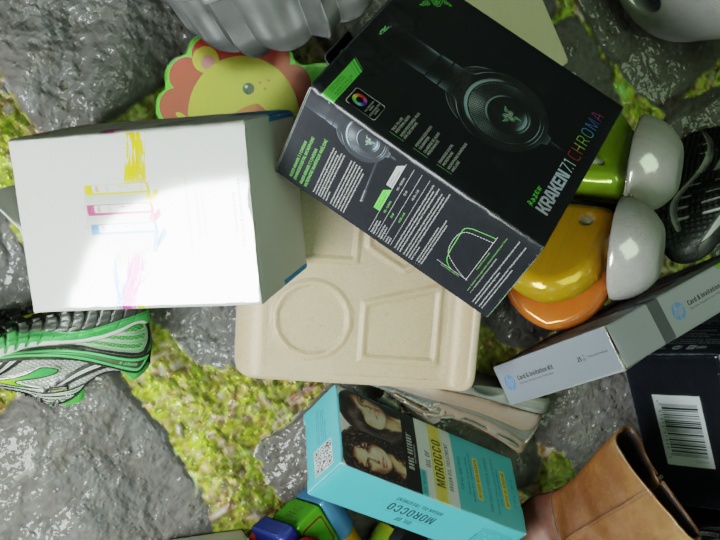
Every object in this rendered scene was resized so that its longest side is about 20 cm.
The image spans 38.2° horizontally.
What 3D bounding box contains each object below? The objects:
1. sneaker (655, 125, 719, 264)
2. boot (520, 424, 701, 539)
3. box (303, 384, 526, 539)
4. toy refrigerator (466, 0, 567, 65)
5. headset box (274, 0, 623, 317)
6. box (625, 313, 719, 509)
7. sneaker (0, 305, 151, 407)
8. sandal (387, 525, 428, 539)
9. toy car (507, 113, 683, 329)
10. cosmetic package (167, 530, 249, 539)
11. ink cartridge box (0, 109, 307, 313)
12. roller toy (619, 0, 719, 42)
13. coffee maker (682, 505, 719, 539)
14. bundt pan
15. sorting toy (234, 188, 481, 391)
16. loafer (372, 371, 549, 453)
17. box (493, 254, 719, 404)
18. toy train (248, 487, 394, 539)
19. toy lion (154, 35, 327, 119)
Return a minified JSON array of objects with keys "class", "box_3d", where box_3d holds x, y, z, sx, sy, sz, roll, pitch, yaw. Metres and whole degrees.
[{"class":"sneaker","box_3d":[0.318,-0.057,0.938,0.200,0.073,0.080,-50,124,-47]},{"class":"boot","box_3d":[0.221,0.253,0.879,0.068,0.200,0.189,-7,61,-36]},{"class":"box","box_3d":[0.047,0.173,0.883,0.199,0.083,0.049,26,126,-27]},{"class":"toy refrigerator","box_3d":[0.094,-0.250,0.894,0.076,0.070,0.201,-32,104,-20]},{"class":"headset box","box_3d":[0.060,-0.100,0.748,0.199,0.093,0.174,35,51,3]},{"class":"box","box_3d":[0.349,0.109,0.950,0.199,0.104,0.149,-24,102,-37]},{"class":"sneaker","box_3d":[-0.256,0.074,0.801,0.198,0.078,0.086,-14,107,-12]},{"class":"sandal","box_3d":[0.054,0.312,0.903,0.075,0.045,0.202,-36,128,-51]},{"class":"toy car","box_3d":[0.181,-0.043,0.899,0.150,0.174,0.201,62,42,-54]},{"class":"cosmetic package","box_3d":[-0.116,0.328,0.852,0.070,0.105,0.202,-4,97,-19]},{"class":"ink cartridge box","box_3d":[-0.154,-0.046,0.766,0.198,0.129,0.126,-3,101,13]},{"class":"roller toy","box_3d":[0.315,-0.300,0.923,0.182,0.139,0.201,23,85,-29]},{"class":"coffee maker","box_3d":[0.285,0.311,0.937,0.134,0.192,0.202,-2,95,23]},{"class":"bundt pan","box_3d":[-0.057,-0.235,0.791,0.201,0.202,0.076,-35,132,-12]},{"class":"sorting toy","box_3d":[0.000,0.000,0.840,0.198,0.036,0.187,5,101,2]},{"class":"loafer","box_3d":[0.075,0.118,0.917,0.199,0.072,0.063,15,97,-21]},{"class":"box","box_3d":[0.233,0.045,0.888,0.199,0.156,0.041,-23,85,-30]},{"class":"toy train","box_3d":[0.000,0.271,0.905,0.116,0.084,0.201,-39,110,-29]},{"class":"toy lion","box_3d":[-0.070,-0.101,0.860,0.190,0.069,0.202,-11,98,-10]}]
